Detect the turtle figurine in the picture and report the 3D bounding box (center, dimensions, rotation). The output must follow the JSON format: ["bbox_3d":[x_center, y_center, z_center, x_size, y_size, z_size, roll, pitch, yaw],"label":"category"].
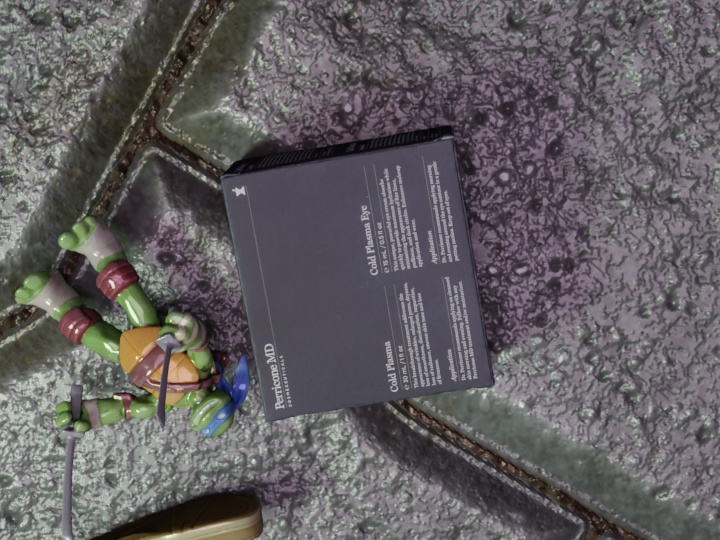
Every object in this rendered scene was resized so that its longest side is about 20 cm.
[{"bbox_3d":[-0.193,0.064,1.301,0.200,0.144,0.194,-34,76,-33],"label":"turtle figurine"}]

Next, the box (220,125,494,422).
[{"bbox_3d":[0.000,0.000,1.314,0.182,0.104,0.201,-9,99,3],"label":"box"}]

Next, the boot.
[{"bbox_3d":[-0.152,0.283,1.387,0.200,0.073,0.156,-21,98,8],"label":"boot"}]
